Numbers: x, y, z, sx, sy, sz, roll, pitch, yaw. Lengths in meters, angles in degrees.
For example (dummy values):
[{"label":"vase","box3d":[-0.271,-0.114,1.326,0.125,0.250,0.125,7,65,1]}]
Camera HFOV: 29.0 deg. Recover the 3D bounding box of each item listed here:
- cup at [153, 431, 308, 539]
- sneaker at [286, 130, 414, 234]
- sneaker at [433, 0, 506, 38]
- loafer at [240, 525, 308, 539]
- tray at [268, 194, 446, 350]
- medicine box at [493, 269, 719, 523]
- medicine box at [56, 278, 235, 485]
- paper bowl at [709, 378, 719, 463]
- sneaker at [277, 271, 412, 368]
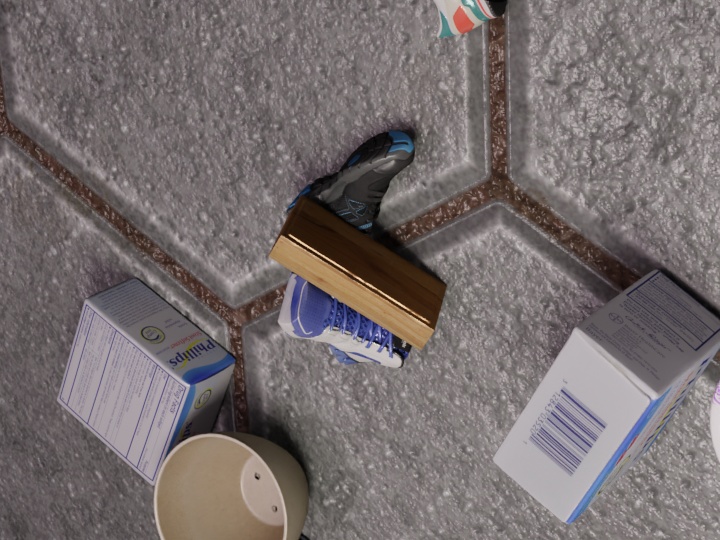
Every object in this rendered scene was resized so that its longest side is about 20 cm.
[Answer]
[{"label":"cup","box3d":[-0.144,0.293,1.778,0.198,0.143,0.204,4,99,27]},{"label":"sneaker","box3d":[0.003,-0.091,1.598,0.082,0.073,0.199,48,135,-11]},{"label":"sneaker","box3d":[0.071,-0.336,1.444,0.093,0.070,0.202,-25,94,33]},{"label":"loafer","box3d":[-0.131,0.373,1.861,0.199,0.063,0.073,30,122,23]},{"label":"tray","box3d":[0.000,0.000,1.558,0.198,0.099,0.037,31,121,-6]},{"label":"medicine box","box3d":[0.253,0.123,1.393,0.103,0.199,0.183,40,126,19]},{"label":"medicine box","box3d":[-0.290,0.147,1.866,0.199,0.103,0.184,36,124,19]},{"label":"paper bowl","box3d":[0.445,0.142,1.333,0.198,0.104,0.204,13,114,31]},{"label":"sneaker","box3d":[0.000,0.058,1.585,0.114,0.199,0.082,4,73,31]}]
